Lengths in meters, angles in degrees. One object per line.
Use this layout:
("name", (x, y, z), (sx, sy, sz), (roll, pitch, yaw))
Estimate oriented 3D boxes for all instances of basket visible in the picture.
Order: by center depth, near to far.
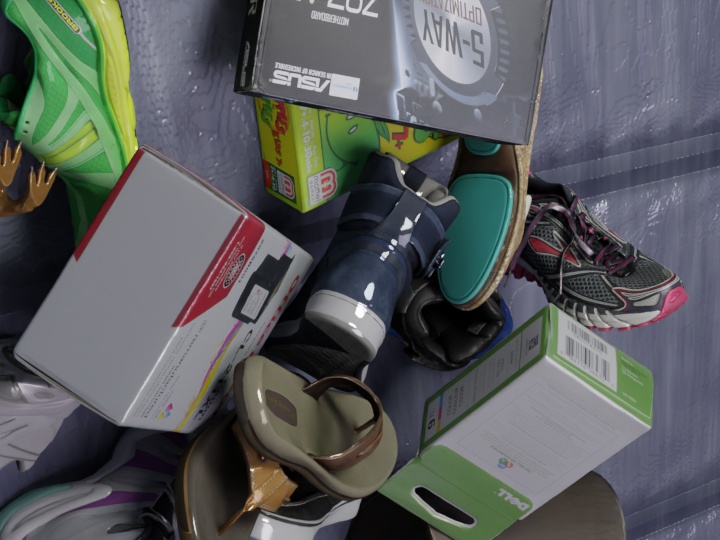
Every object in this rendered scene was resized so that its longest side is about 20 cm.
("basket", (0.097, 0.241, 1.413), (0.199, 0.136, 0.181), (9, 117, -40))

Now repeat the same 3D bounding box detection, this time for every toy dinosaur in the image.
("toy dinosaur", (-0.238, -0.055, 0.999), (0.060, 0.105, 0.202), (-24, 125, -61))

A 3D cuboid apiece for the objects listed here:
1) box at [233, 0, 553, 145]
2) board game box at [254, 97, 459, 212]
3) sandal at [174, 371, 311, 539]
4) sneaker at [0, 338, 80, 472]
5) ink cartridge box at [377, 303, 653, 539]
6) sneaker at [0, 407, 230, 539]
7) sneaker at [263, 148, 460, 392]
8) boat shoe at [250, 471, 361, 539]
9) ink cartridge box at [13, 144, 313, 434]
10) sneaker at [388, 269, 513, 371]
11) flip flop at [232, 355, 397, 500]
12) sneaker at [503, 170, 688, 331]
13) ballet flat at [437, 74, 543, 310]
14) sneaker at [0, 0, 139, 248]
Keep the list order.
("box", (0.027, -0.177, 1.114), (0.198, 0.043, 0.162), (10, 91, -21))
("board game box", (0.020, -0.129, 1.205), (0.199, 0.047, 0.102), (-27, 127, -30))
("sandal", (-0.064, 0.130, 1.132), (0.200, 0.054, 0.082), (-45, 118, -55))
("sneaker", (-0.260, 0.094, 1.049), (0.199, 0.078, 0.100), (12, 107, -45))
("ink cartridge box", (0.113, 0.120, 1.275), (0.103, 0.060, 0.200), (33, 128, -19))
("sneaker", (-0.137, 0.175, 1.154), (0.199, 0.140, 0.078), (-34, 130, -24))
("sneaker", (0.002, 0.001, 1.191), (0.076, 0.202, 0.147), (28, 72, -8))
("boat shoe", (-0.044, 0.153, 1.250), (0.064, 0.070, 0.200), (-70, 164, 9))
("ink cartridge box", (-0.114, 0.019, 1.069), (0.147, 0.082, 0.200), (-59, 168, -1))
("sneaker", (0.075, 0.041, 1.299), (0.199, 0.111, 0.077), (28, 92, -46))
("flip flop", (-0.018, 0.098, 1.134), (0.057, 0.082, 0.200), (-23, 152, 18))
("sneaker", (0.158, -0.017, 1.279), (0.080, 0.199, 0.075), (-23, 128, -35))
("ballet flat", (0.099, -0.071, 1.208), (0.065, 0.070, 0.202), (0, 100, -51))
("sneaker", (-0.179, -0.094, 1.041), (0.083, 0.074, 0.202), (-9, 124, -10))
